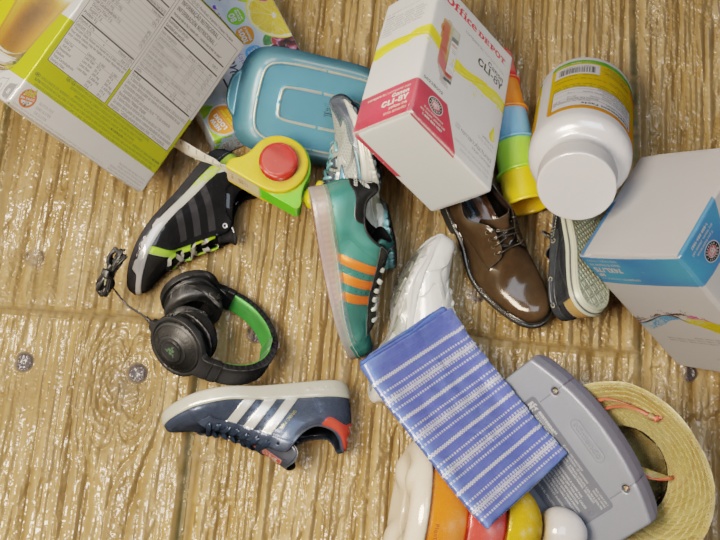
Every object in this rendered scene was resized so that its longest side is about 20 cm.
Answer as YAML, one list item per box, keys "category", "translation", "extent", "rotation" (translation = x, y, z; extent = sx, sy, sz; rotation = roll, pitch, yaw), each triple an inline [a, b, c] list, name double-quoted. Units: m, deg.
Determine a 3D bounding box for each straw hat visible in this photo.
- category: "straw hat"
  translation: [0.291, 0.204, 1.068]
  extent: [0.202, 0.201, 0.085]
  rotation: [56, 33, 11]

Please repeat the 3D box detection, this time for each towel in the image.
- category: "towel"
  translation: [0.103, 0.138, 1.000]
  extent: [0.144, 0.024, 0.200]
  rotation: [-27, 73, -42]

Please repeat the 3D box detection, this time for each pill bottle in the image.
- category: "pill bottle"
  translation: [0.243, -0.144, 1.112]
  extent: [0.110, 0.112, 0.201]
  rotation: [20, 39, 0]

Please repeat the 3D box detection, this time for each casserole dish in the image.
- category: "casserole dish"
  translation: [-0.050, -0.180, 1.133]
  extent: [0.199, 0.039, 0.122]
  rotation: [9, 99, -22]

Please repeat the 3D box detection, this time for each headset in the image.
- category: "headset"
  translation: [-0.175, 0.042, 1.043]
  extent: [0.199, 0.094, 0.124]
  rotation: [21, 35, -15]

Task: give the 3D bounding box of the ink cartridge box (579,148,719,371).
- category: "ink cartridge box"
  translation: [0.371, -0.006, 1.073]
  extent: [0.200, 0.146, 0.147]
  rotation: [44, 71, -23]

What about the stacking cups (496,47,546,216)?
- category: "stacking cups"
  translation: [0.177, -0.168, 1.182]
  extent: [0.060, 0.061, 0.201]
  rotation: [-7, 74, -8]

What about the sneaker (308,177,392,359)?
- category: "sneaker"
  translation: [0.000, 0.000, 1.066]
  extent: [0.079, 0.071, 0.201]
  rotation: [-12, 114, -3]

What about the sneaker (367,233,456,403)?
- category: "sneaker"
  translation: [0.078, 0.061, 1.106]
  extent: [0.099, 0.078, 0.201]
  rotation: [20, 80, -8]

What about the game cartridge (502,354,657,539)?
- category: "game cartridge"
  translation: [0.210, 0.194, 1.047]
  extent: [0.040, 0.133, 0.201]
  rotation: [-19, 71, -52]

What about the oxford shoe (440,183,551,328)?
- category: "oxford shoe"
  translation: [0.152, -0.026, 1.127]
  extent: [0.072, 0.084, 0.201]
  rotation: [-29, 80, -15]

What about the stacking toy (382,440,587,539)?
- category: "stacking toy"
  translation: [0.130, 0.256, 1.011]
  extent: [0.198, 0.146, 0.147]
  rotation: [12, 72, -5]

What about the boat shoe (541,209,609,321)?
- category: "boat shoe"
  translation: [0.243, -0.030, 1.147]
  extent: [0.074, 0.062, 0.201]
  rotation: [23, 55, -24]

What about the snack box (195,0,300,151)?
- category: "snack box"
  translation: [-0.150, -0.253, 1.178]
  extent: [0.142, 0.053, 0.201]
  rotation: [-26, 78, -11]

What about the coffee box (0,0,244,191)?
- category: "coffee box"
  translation: [-0.282, -0.238, 1.026]
  extent: [0.199, 0.200, 0.198]
  rotation: [33, 87, 33]

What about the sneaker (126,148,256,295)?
- category: "sneaker"
  translation: [-0.175, -0.047, 1.104]
  extent: [0.083, 0.072, 0.201]
  rotation: [34, 73, 3]

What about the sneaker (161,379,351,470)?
- category: "sneaker"
  translation: [-0.105, 0.166, 1.046]
  extent: [0.198, 0.075, 0.085]
  rotation: [-5, 70, -8]

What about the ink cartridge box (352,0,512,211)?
- category: "ink cartridge box"
  translation: [0.084, -0.192, 1.101]
  extent: [0.145, 0.083, 0.201]
  rotation: [39, 50, -34]

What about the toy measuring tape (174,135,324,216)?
- category: "toy measuring tape"
  translation: [-0.120, -0.127, 1.088]
  extent: [0.199, 0.074, 0.074]
  rotation: [29, 73, 6]

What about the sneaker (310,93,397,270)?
- category: "sneaker"
  translation: [-0.017, -0.091, 1.106]
  extent: [0.086, 0.078, 0.201]
  rotation: [-12, 100, 3]
